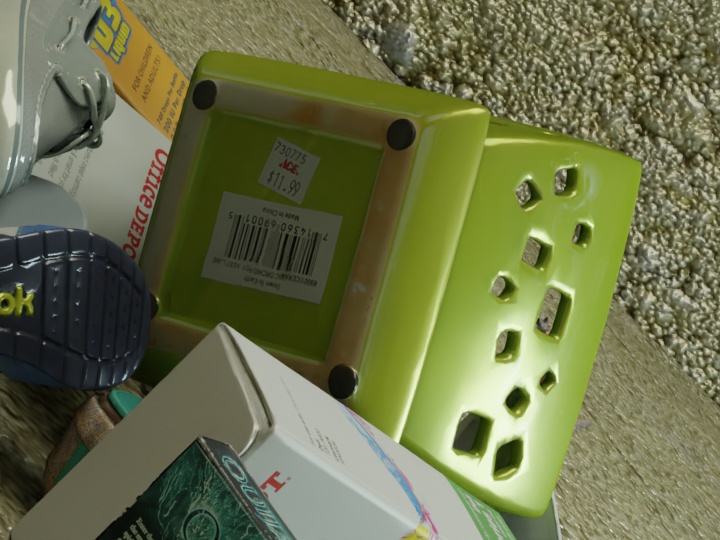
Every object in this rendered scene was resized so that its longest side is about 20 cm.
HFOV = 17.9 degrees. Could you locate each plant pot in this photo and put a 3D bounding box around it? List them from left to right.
[{"bbox_3d":[0.000,0.000,1.152,0.199,0.200,0.181,15,-2,32],"label":"plant pot"}]

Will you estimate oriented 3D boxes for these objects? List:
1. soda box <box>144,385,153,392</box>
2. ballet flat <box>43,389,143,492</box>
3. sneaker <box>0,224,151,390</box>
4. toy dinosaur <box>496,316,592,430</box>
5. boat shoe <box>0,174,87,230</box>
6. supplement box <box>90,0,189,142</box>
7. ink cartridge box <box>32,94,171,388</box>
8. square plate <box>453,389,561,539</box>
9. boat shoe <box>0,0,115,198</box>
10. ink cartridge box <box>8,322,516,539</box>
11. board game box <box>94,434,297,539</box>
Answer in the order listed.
[{"bbox_3d":[-0.037,0.098,1.364,0.200,0.064,0.068,43,11,-18],"label":"soda box"},{"bbox_3d":[-0.092,0.105,1.127,0.068,0.067,0.200,46,9,31],"label":"ballet flat"},{"bbox_3d":[-0.179,0.013,1.026,0.082,0.074,0.199,2,-5,43],"label":"sneaker"},{"bbox_3d":[0.154,0.117,1.969,0.200,0.085,0.136,57,9,-49],"label":"toy dinosaur"},{"bbox_3d":[-0.231,-0.024,1.073,0.198,0.068,0.074,11,38,-27],"label":"boat shoe"},{"bbox_3d":[-0.156,-0.112,1.291,0.200,0.069,0.067,48,32,-28],"label":"supplement box"},{"bbox_3d":[-0.195,-0.058,1.198,0.200,0.083,0.146,42,31,-20],"label":"ink cartridge box"},{"bbox_3d":[0.080,0.163,1.268,0.200,0.028,0.199,113,-30,-74],"label":"square plate"},{"bbox_3d":[-0.151,-0.093,1.104,0.071,0.070,0.201,14,28,-12],"label":"boat shoe"},{"bbox_3d":[-0.034,0.136,1.017,0.200,0.145,0.084,37,14,-36],"label":"ink cartridge box"},{"bbox_3d":[-0.048,0.179,0.844,0.200,0.135,0.028,52,13,29],"label":"board game box"}]
